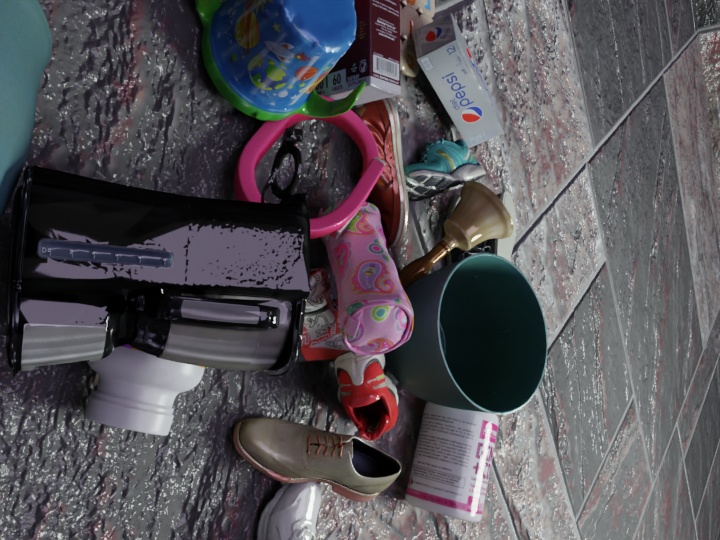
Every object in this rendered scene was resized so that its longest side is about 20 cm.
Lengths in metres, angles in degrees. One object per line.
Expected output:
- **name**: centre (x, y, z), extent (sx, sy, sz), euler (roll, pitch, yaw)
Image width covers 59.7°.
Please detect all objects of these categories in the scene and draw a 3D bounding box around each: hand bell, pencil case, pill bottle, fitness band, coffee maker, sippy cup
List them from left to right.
- **pill bottle**: centre (-0.182, 0.040, 0.567), extent (0.104, 0.104, 0.201), euler (27, 70, -45)
- **coffee maker**: centre (-0.150, -0.018, 0.473), extent (0.199, 0.135, 0.193), euler (7, 62, -28)
- **sippy cup**: centre (-0.076, -0.243, 0.645), extent (0.177, 0.130, 0.141), euler (0, 78, -38)
- **fitness band**: centre (-0.055, -0.118, 0.707), extent (0.143, 0.037, 0.201), euler (34, 57, -4)
- **pencil case**: centre (0.000, 0.000, 0.715), extent (0.087, 0.087, 0.201), euler (44, 20, -39)
- **hand bell**: centre (0.116, -0.030, 0.915), extent (0.200, 0.104, 0.104), euler (-39, 121, -14)
- **pill bottle**: centre (0.141, 0.255, 0.928), extent (0.113, 0.113, 0.201), euler (30, 68, -44)

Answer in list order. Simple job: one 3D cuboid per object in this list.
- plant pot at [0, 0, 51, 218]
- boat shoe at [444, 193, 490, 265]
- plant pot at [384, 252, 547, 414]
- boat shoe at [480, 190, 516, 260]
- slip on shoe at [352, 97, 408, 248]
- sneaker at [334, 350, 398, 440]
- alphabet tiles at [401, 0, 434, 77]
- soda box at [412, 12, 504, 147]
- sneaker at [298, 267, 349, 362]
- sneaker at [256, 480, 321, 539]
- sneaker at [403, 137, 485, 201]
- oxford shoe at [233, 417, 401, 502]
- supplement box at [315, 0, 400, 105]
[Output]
- **plant pot**: centre (-0.296, -0.113, 0.384), extent (0.200, 0.199, 0.189), euler (43, 45, -40)
- **boat shoe**: centre (0.174, -0.024, 1.005), extent (0.074, 0.062, 0.202), euler (8, 83, -46)
- **plant pot**: centre (0.123, 0.090, 0.842), extent (0.200, 0.161, 0.202), euler (9, 75, -35)
- **boat shoe**: centre (0.218, -0.034, 1.052), extent (0.073, 0.061, 0.202), euler (12, 82, -53)
- **slip on shoe**: centre (0.025, -0.126, 0.840), extent (0.061, 0.074, 0.201), euler (-12, 109, -13)
- **sneaker**: centre (0.008, 0.168, 0.760), extent (0.200, 0.076, 0.085), euler (70, 8, -56)
- **alphabet tiles**: centre (0.043, -0.382, 0.888), extent (0.199, 0.015, 0.197), euler (-2, 91, -49)
- **soda box**: centre (0.150, -0.280, 0.945), extent (0.200, 0.063, 0.069), euler (44, 34, -46)
- **sneaker**: centre (-0.036, 0.052, 0.762), extent (0.201, 0.067, 0.109), euler (5, 89, -46)
- **sneaker**: centre (-0.071, 0.335, 0.698), extent (0.078, 0.099, 0.201), euler (33, 66, -43)
- **sneaker**: centre (0.112, -0.155, 0.942), extent (0.200, 0.077, 0.080), euler (-22, 87, -51)
- **oxford shoe**: centre (-0.045, 0.202, 0.711), extent (0.199, 0.074, 0.071), euler (23, 44, -24)
- **supplement box**: centre (-0.010, -0.308, 0.758), extent (0.061, 0.108, 0.202), euler (-1, 90, -48)
